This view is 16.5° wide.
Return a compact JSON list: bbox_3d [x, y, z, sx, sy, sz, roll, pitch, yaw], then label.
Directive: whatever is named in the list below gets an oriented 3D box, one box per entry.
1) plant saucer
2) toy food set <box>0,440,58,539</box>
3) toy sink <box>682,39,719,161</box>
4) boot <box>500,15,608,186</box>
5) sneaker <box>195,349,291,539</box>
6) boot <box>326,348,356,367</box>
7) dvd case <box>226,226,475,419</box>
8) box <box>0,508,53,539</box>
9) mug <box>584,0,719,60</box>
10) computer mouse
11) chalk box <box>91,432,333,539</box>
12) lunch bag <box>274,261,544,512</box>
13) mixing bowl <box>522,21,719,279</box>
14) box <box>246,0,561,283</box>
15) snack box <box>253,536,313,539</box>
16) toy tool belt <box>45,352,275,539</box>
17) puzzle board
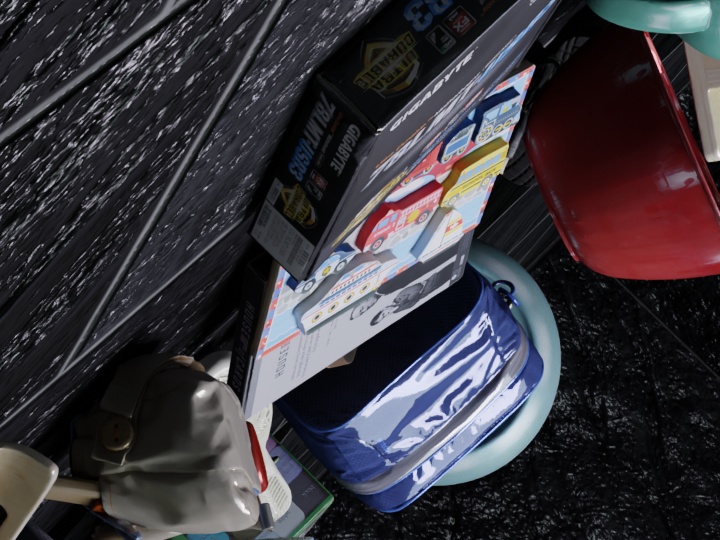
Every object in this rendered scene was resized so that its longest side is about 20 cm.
[{"bbox_3d":[0.061,0.069,1.961,0.200,0.200,0.027,-46,180,-5],"label":"plant saucer"},{"bbox_3d":[-0.235,0.179,1.200,0.200,0.060,0.144,-41,172,-44],"label":"toy food set"},{"bbox_3d":[0.300,-0.193,1.801,0.111,0.201,0.130,-6,-167,25],"label":"toy sink"},{"bbox_3d":[0.184,-0.158,2.017,0.132,0.070,0.200,-49,-178,-40],"label":"boot"},{"bbox_3d":[-0.106,0.109,1.720,0.075,0.084,0.201,-35,147,-20],"label":"sneaker"},{"bbox_3d":[-0.035,0.026,1.750,0.075,0.074,0.200,-16,-171,14],"label":"boot"},{"bbox_3d":[0.000,0.000,1.585,0.199,0.025,0.151,-32,154,-30],"label":"dvd case"},{"bbox_3d":[-0.211,0.230,1.495,0.132,0.115,0.200,-44,173,-8],"label":"box"},{"bbox_3d":[0.248,-0.202,1.638,0.185,0.114,0.152,-44,152,3],"label":"mug"},{"bbox_3d":[0.078,-0.098,1.712,0.110,0.044,0.200,-60,170,20],"label":"computer mouse"},{"bbox_3d":[-0.114,0.186,1.901,0.124,0.124,0.200,-42,172,-29],"label":"chalk box"},{"bbox_3d":[0.038,0.071,1.872,0.200,0.136,0.133,-40,133,-4],"label":"lunch bag"},{"bbox_3d":[0.178,-0.072,1.707,0.108,0.201,0.200,-23,178,9],"label":"mixing bowl"},{"bbox_3d":[0.036,-0.105,1.314,0.200,0.050,0.199,-45,175,-25],"label":"box"},{"bbox_3d":[-0.139,0.220,1.754,0.198,0.037,0.116,-4,-177,12],"label":"snack box"},{"bbox_3d":[-0.124,0.115,1.451,0.122,0.126,0.200,-15,171,1],"label":"toy tool belt"},{"bbox_3d":[0.022,-0.035,1.513,0.199,0.017,0.151,-30,152,-33],"label":"puzzle board"}]
